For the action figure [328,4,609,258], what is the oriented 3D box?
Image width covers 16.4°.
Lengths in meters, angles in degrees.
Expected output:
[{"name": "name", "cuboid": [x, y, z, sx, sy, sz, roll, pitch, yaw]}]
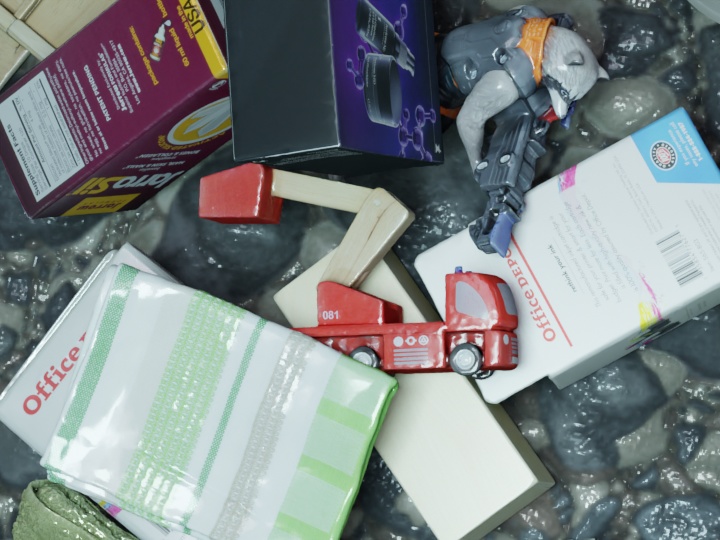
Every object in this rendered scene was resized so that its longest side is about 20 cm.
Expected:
[{"name": "action figure", "cuboid": [0.062, -0.106, 1.597, 0.193, 0.105, 0.200, -11, 47, 24]}]

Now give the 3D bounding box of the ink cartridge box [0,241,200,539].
[{"name": "ink cartridge box", "cuboid": [-0.117, 0.100, 1.632, 0.200, 0.085, 0.145, 38, 90, 12]}]

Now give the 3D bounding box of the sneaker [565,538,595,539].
[{"name": "sneaker", "cuboid": [0.085, 0.221, 1.590, 0.200, 0.076, 0.081, -13, 85, 16]}]

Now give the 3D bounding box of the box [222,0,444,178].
[{"name": "box", "cuboid": [-0.018, -0.164, 1.521, 0.079, 0.141, 0.200, -6, 86, 26]}]

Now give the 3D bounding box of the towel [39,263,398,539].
[{"name": "towel", "cuboid": [-0.091, 0.096, 1.555, 0.200, 0.031, 0.149, 22, 99, 14]}]

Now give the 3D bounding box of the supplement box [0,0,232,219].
[{"name": "supplement box", "cuboid": [-0.134, -0.118, 1.614, 0.200, 0.110, 0.086, -34, 75, 35]}]

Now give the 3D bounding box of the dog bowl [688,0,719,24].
[{"name": "dog bowl", "cuboid": [0.283, -0.248, 1.600, 0.200, 0.059, 0.200, -7, 64, 14]}]

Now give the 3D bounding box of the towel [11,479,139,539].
[{"name": "towel", "cuboid": [-0.152, 0.235, 1.608, 0.200, 0.036, 0.148, 35, 128, 13]}]

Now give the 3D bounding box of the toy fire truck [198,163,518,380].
[{"name": "toy fire truck", "cuboid": [0.000, 0.000, 1.574, 0.200, 0.049, 0.141, -3, 84, 15]}]

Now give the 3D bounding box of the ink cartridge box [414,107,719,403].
[{"name": "ink cartridge box", "cuboid": [0.149, -0.003, 1.608, 0.200, 0.068, 0.115, -28, 76, 5]}]

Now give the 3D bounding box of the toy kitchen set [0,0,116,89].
[{"name": "toy kitchen set", "cuboid": [-0.284, -0.193, 1.657, 0.200, 0.180, 0.163, 39, 91, 17]}]

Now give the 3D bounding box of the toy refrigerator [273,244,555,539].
[{"name": "toy refrigerator", "cuboid": [0.036, 0.078, 1.618, 0.076, 0.070, 0.200, -38, 76, 8]}]
